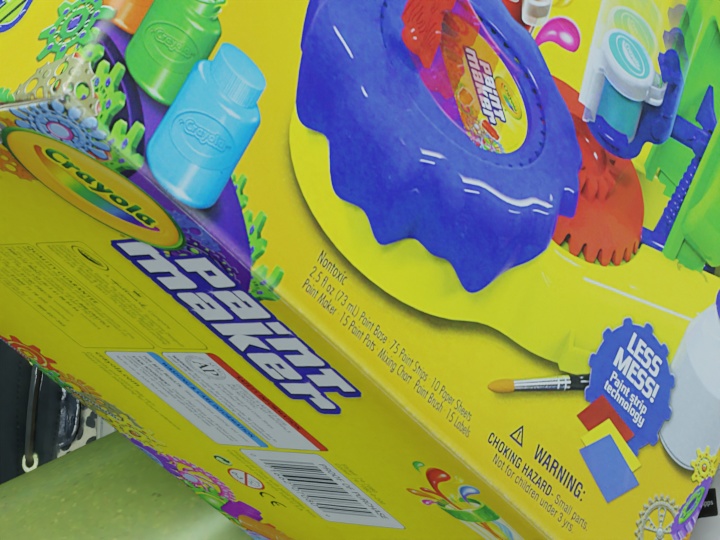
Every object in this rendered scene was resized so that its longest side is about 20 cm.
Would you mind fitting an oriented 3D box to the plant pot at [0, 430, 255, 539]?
[{"bbox_3d":[-0.030,0.108,0.677,0.190,0.200,0.200,-35,44,1],"label":"plant pot"}]

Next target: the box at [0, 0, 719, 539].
[{"bbox_3d":[0.004,-0.052,0.540,0.122,0.200,0.193,-2,55,47],"label":"box"}]

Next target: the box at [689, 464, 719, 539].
[{"bbox_3d":[0.153,0.021,0.555,0.200,0.035,0.110,-13,76,41],"label":"box"}]

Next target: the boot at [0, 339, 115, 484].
[{"bbox_3d":[-0.132,0.013,0.886,0.153,0.073,0.204,-12,68,27],"label":"boot"}]
